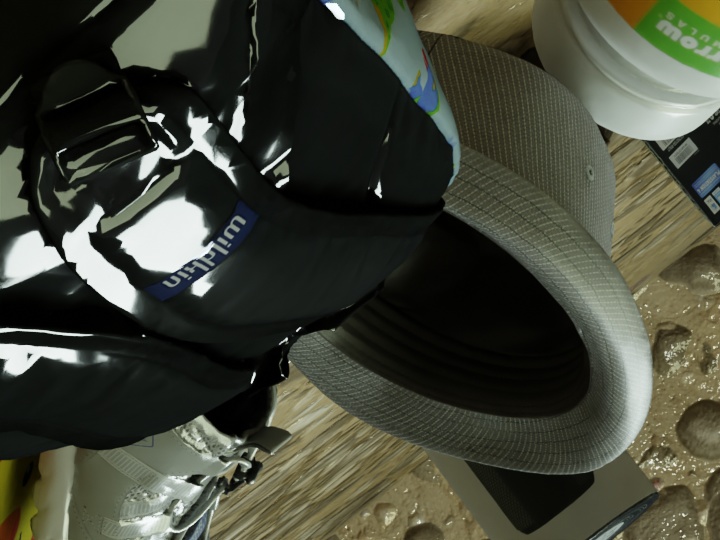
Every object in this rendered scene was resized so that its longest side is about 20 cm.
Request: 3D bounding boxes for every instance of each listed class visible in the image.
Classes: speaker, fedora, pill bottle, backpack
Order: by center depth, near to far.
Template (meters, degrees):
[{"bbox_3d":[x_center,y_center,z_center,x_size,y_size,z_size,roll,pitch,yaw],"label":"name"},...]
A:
[{"bbox_3d":[-0.058,-0.030,0.454,0.163,0.154,0.200,-42,149,13],"label":"backpack"},{"bbox_3d":[0.137,-0.128,0.773,0.111,0.111,0.200,-32,170,-34],"label":"pill bottle"},{"bbox_3d":[0.035,-0.017,0.832,0.090,0.176,0.200,-63,143,-27],"label":"fedora"},{"bbox_3d":[0.056,0.055,1.108,0.081,0.200,0.081,-34,166,-10],"label":"speaker"}]

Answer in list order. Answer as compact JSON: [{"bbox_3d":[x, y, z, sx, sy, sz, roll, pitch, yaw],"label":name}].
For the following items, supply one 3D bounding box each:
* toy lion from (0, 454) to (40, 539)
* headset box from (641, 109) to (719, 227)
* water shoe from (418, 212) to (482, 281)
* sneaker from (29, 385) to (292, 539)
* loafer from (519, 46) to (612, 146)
[{"bbox_3d":[-0.142,0.114,0.797,0.192,0.068,0.201,4,104,-84],"label":"toy lion"},{"bbox_3d":[0.302,-0.142,1.444,0.200,0.093,0.174,-33,171,-35],"label":"headset box"},{"bbox_3d":[0.000,0.000,0.989,0.071,0.079,0.200,-35,171,-16],"label":"water shoe"},{"bbox_3d":[-0.064,0.062,0.760,0.200,0.082,0.075,87,20,-47],"label":"sneaker"},{"bbox_3d":[0.079,-0.070,1.018,0.200,0.073,0.072,-48,161,-74],"label":"loafer"}]
